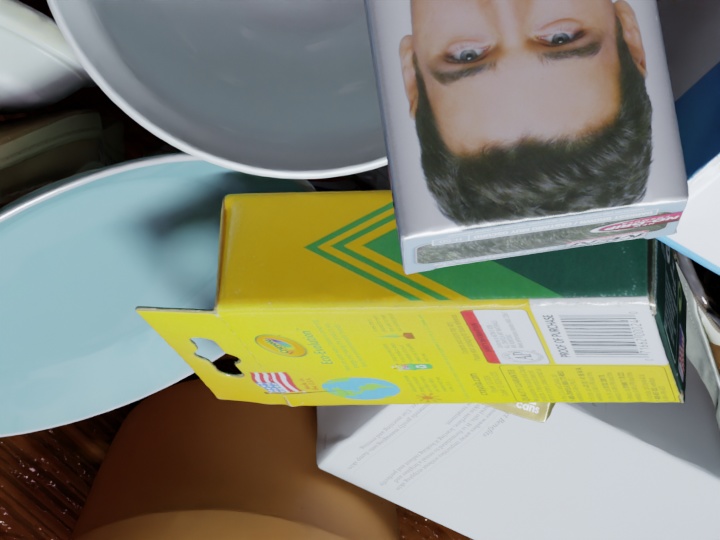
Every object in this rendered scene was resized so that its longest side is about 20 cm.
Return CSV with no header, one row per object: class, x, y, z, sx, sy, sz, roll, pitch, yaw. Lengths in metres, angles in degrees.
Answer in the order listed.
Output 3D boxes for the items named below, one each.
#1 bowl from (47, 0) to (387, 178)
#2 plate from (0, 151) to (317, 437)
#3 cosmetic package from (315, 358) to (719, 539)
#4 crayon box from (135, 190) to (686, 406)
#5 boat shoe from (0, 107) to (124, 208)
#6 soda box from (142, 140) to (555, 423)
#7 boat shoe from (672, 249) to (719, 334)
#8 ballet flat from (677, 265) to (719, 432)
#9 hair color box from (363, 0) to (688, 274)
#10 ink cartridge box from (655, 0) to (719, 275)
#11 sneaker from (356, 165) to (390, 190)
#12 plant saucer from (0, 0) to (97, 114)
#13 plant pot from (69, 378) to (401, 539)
bowl,-0.024,-0.135,1.000,0.201,0.202,0.090,2,-179,-1
plate,-0.110,0.005,1.044,0.200,0.026,0.200,-21,155,-11
cosmetic package,0.089,0.077,1.263,0.200,0.081,0.113,27,131,-27
crayon box,0.024,0.012,1.029,0.199,0.051,0.127,-1,160,12
boat shoe,-0.133,-0.031,1.077,0.073,0.200,0.063,-9,91,11
soda box,0.000,0.000,1.135,0.200,0.064,0.068,16,106,9
boat shoe,0.170,0.010,1.072,0.074,0.073,0.200,-34,114,22
ballet flat,0.185,0.038,1.188,0.067,0.064,0.200,-32,113,-24
hair color box,0.049,-0.107,0.907,0.099,0.201,0.061,-8,169,0
ink cartridge box,0.197,-0.095,0.991,0.147,0.200,0.146,28,129,-27
sneaker,0.095,-0.075,1.103,0.199,0.075,0.115,8,139,-3
plant saucer,-0.199,-0.097,1.015,0.200,0.050,0.200,22,176,1
plant pot,-0.061,0.146,1.284,0.200,0.140,0.200,3,142,2
